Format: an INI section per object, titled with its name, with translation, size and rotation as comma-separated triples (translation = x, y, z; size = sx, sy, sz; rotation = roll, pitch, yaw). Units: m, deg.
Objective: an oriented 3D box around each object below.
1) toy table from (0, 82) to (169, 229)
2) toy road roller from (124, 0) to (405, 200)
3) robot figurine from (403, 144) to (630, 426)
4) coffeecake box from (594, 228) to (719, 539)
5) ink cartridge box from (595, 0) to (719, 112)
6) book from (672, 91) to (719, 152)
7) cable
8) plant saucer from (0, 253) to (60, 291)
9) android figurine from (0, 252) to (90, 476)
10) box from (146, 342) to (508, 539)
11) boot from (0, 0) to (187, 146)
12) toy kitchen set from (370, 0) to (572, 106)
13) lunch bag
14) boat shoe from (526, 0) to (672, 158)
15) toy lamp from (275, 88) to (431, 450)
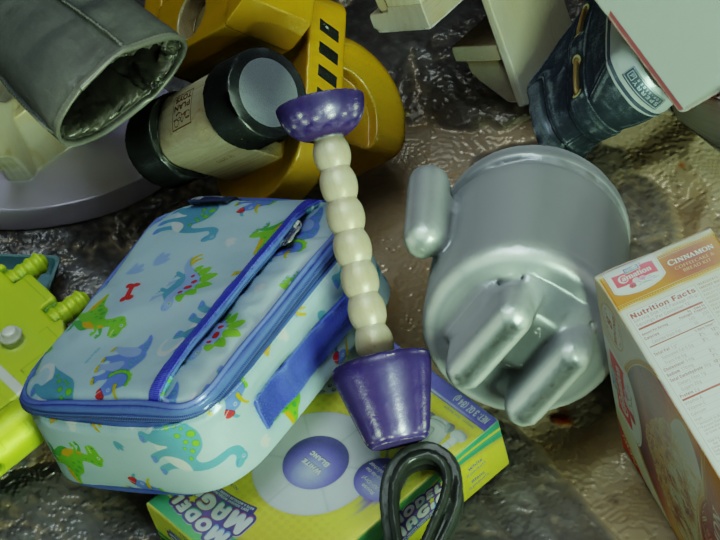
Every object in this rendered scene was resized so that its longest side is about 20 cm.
[toy table]
translation = -0.219, -0.112, 1.791
size = 0.200, 0.117, 0.184
rotation = -12, 48, 5
[toy road roller]
translation = -0.050, -0.131, 1.723
size = 0.123, 0.146, 0.200
rotation = -22, 58, 50
[robot figurine]
translation = 0.096, 0.002, 1.599
size = 0.113, 0.170, 0.200
rotation = -46, 16, 29
[coffeecake box]
translation = 0.202, 0.104, 1.475
size = 0.073, 0.154, 0.200
rotation = -22, 48, -6
[ink cartridge box]
translation = 0.196, -0.206, 1.699
size = 0.083, 0.145, 0.200
rotation = -33, 15, 25
[book]
translation = 0.297, -0.131, 1.697
size = 0.200, 0.048, 0.134
rotation = -23, 18, -6
[cable]
translation = 0.029, 0.191, 1.502
size = 0.097, 0.050, 0.200
rotation = -15, 53, 3
[plant saucer]
translation = -0.239, 0.070, 1.703
size = 0.070, 0.019, 0.200
rotation = 2, 51, 15
[android figurine]
translation = -0.253, 0.064, 1.675
size = 0.200, 0.041, 0.182
rotation = -37, 51, -15
[box]
translation = -0.028, 0.128, 1.583
size = 0.200, 0.048, 0.117
rotation = -41, 52, -19
[boot]
translation = -0.174, -0.181, 1.712
size = 0.182, 0.073, 0.200
rotation = -48, 47, -10
[toy kitchen set]
translation = 0.035, -0.195, 1.805
size = 0.180, 0.163, 0.200
rotation = -1, 31, 40
[lunch bag]
translation = -0.085, 0.039, 1.616
size = 0.161, 0.082, 0.200
rotation = 3, 41, 40
[boat shoe]
translation = 0.154, -0.144, 1.759
size = 0.091, 0.071, 0.200
rotation = -33, 20, 27
[toy lamp]
translation = 0.000, 0.000, 1.558
size = 0.058, 0.058, 0.200
rotation = -13, 81, 3
